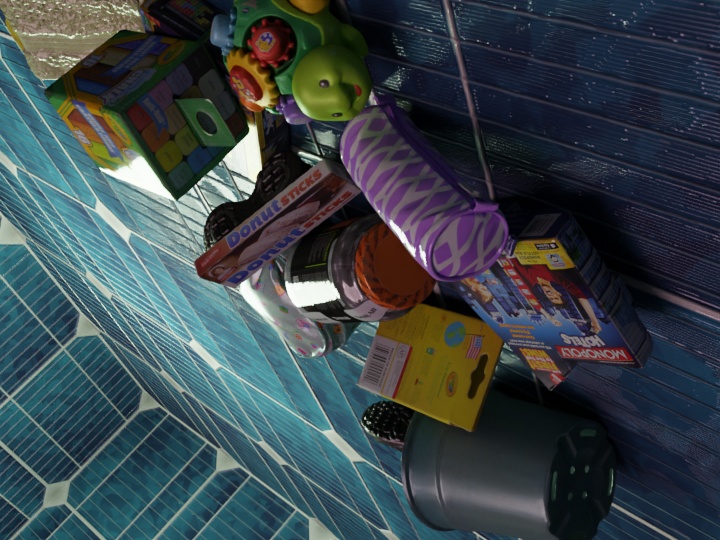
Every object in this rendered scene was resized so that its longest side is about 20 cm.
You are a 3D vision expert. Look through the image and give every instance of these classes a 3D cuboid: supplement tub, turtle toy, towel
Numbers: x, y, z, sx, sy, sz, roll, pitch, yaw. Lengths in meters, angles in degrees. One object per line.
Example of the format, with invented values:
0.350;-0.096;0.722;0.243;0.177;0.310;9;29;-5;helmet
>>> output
0.000;0.000;1.034;0.123;0.123;0.200;49;158;-15;supplement tub
-0.061;-0.193;0.814;0.200;0.101;0.146;24;151;40;turtle toy
-0.340;-0.293;1.096;0.200;0.037;0.148;5;144;12;towel

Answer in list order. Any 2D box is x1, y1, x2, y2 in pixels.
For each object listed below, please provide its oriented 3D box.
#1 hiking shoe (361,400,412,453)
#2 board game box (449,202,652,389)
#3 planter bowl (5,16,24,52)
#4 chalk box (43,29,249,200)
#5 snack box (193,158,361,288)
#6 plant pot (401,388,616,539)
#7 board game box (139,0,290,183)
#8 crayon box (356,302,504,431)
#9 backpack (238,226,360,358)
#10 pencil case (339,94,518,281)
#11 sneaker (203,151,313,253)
0.083;0.288;1.476;0.200;0.076;0.101;21;146;42;hiking shoe
0.180;0.029;0.841;0.200;0.062;0.200;51;156;-21;board game box
-0.418;-0.329;1.202;0.200;0.083;0.200;36;156;18;planter bowl
-0.215;-0.166;0.950;0.200;0.124;0.125;21;150;42;chalk box
-0.095;-0.050;1.009;0.072;0.200;0.024;23;-145;-59;snack box
0.189;0.240;1.081;0.196;0.200;0.200;2;135;46;plant pot
-0.161;-0.208;1.021;0.165;0.057;0.200;35;156;15;board game box
0.094;0.111;1.063;0.051;0.127;0.200;23;175;-40;crayon box
-0.082;0.017;1.194;0.200;0.127;0.167;49;157;-9;backpack
0.052;-0.074;0.789;0.200;0.084;0.086;52;144;43;pencil case
-0.112;-0.061;1.070;0.200;0.091;0.076;-34;60;32;sneaker
